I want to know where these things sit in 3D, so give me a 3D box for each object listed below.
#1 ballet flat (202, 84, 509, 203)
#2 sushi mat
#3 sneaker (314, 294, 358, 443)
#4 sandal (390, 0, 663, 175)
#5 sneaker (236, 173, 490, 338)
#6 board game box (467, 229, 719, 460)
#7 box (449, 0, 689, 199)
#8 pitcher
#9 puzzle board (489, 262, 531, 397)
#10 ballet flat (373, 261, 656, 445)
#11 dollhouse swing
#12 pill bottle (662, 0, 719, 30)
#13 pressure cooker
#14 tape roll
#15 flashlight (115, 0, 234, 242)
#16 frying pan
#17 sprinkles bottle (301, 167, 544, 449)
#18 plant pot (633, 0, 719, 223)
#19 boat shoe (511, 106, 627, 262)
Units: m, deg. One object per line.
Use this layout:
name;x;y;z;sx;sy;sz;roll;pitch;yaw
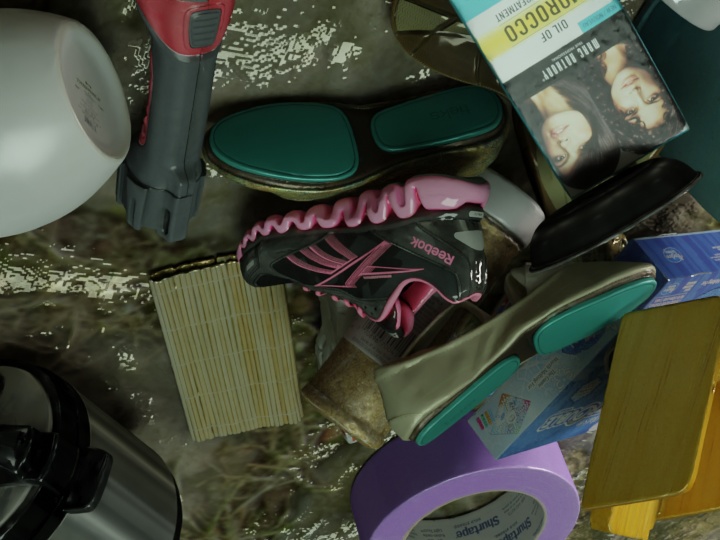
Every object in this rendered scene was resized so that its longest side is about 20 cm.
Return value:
ballet flat;-0.002;-0.075;0.820;0.199;0.071;0.071;-10;137;-9
sushi mat;-0.097;0.062;0.965;0.095;0.012;0.200;-11;138;-6
sneaker;0.014;0.055;0.953;0.082;0.077;0.200;-13;139;-14
sandal;0.111;-0.132;0.793;0.199;0.054;0.080;27;122;-12
sneaker;0.000;0.000;0.821;0.200;0.096;0.079;-13;177;39
board game box;0.205;0.053;0.960;0.200;0.043;0.199;-6;142;-48
box;0.103;-0.146;0.724;0.082;0.049;0.200;-31;109;11
pitcher;-0.227;-0.062;0.729;0.199;0.122;0.172;-16;155;14
puzzle board;0.187;0.062;1.058;0.199;0.017;0.151;7;132;-26
ballet flat;0.095;0.035;0.817;0.200;0.070;0.070;-32;138;-8
dollhouse swing;0.272;0.109;0.858;0.175;0.182;0.200;10;171;25
pill bottle;0.232;-0.235;0.690;0.113;0.114;0.200;22;124;-35
pressure cooker;-0.247;0.162;0.905;0.176;0.179;0.200;-38;136;0
tape roll;0.094;0.214;1.151;0.199;0.066;0.201;-9;136;-9
flashlight;-0.111;-0.115;0.735;0.068;0.068;0.200;20;134;2
frying pan;0.170;-0.050;0.767;0.190;0.031;0.115;-34;-176;-39
sprinkles bottle;0.043;0.023;0.866;0.200;0.068;0.068;-54;133;-3
plant pot;0.293;-0.091;0.806;0.199;0.188;0.200;-10;138;-9
boat shoe;0.161;-0.044;0.896;0.062;0.073;0.200;-22;136;5
